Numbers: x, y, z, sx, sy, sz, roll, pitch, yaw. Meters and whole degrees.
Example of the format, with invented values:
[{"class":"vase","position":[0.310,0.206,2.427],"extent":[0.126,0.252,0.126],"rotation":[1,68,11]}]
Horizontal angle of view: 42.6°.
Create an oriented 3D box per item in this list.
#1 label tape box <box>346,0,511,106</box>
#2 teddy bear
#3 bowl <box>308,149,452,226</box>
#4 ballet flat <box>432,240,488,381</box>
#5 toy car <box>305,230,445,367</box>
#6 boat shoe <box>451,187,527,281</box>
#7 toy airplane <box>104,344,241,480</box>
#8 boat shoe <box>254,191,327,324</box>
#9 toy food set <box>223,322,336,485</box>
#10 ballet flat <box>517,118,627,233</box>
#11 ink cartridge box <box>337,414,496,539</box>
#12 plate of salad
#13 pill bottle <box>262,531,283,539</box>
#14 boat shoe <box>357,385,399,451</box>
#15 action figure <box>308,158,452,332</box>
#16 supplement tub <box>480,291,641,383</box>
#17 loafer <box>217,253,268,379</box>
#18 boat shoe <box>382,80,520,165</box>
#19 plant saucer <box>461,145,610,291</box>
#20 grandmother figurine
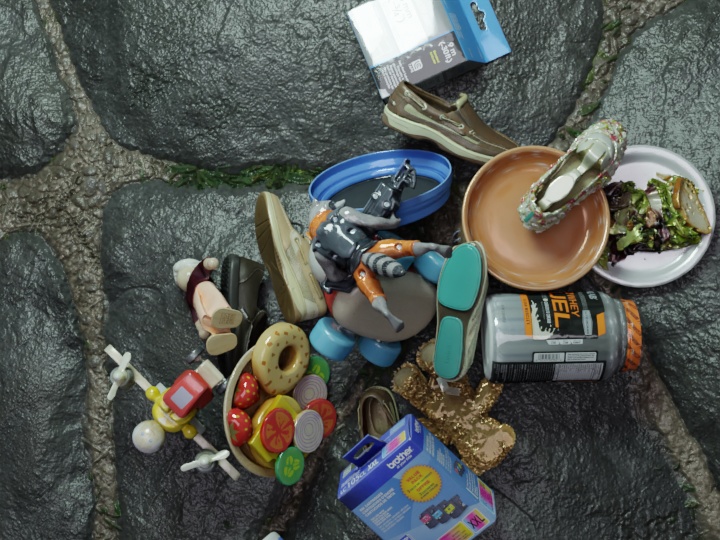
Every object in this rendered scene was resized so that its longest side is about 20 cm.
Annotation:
[{"class":"label tape box","position":[0.099,-0.347,1.342],"extent":[0.200,0.063,0.144],"rotation":[-23,83,8]},{"class":"teddy bear","position":[0.133,0.191,1.305],"extent":[0.200,0.067,0.145],"rotation":[30,82,17]},{"class":"bowl","position":[0.030,-0.112,1.281],"extent":[0.200,0.201,0.039],"rotation":[-7,118,9]},{"class":"ballet flat","position":[0.136,0.051,1.245],"extent":[0.067,0.062,0.200],"rotation":[19,108,26]},{"class":"toy car","position":[0.000,0.000,1.309],"extent":[0.185,0.177,0.200],"rotation":[-56,47,21]},{"class":"boat shoe","position":[0.170,-0.044,1.311],"extent":[0.072,0.072,0.200],"rotation":[25,81,15]},{"class":"toy airplane","position":[-0.267,0.202,1.297],"extent":[0.200,0.199,0.141],"rotation":[14,45,35]},{"class":"boat shoe","position":[-0.103,-0.022,1.359],"extent":[0.064,0.071,0.200],"rotation":[-13,82,-27]},{"class":"toy food set","position":[-0.109,0.189,1.287],"extent":[0.049,0.198,0.200],"rotation":[-2,45,40]},{"class":"ballet flat","position":[0.288,-0.128,1.216],"extent":[0.076,0.064,0.200],"rotation":[41,81,7]},{"class":"ink cartridge box","position":[0.064,0.290,1.236],"extent":[0.136,0.076,0.200],"rotation":[-43,100,14]},{"class":"plate of salad","position":[0.389,-0.077,1.281],"extent":[0.200,0.048,0.201],"rotation":[-1,87,10]},{"class":"pill bottle","position":[-0.098,0.479,1.293],"extent":[0.114,0.114,0.200],"rotation":[-43,80,4]},{"class":"boat shoe","position":[0.034,0.266,1.304],"extent":[0.075,0.075,0.203],"rotation":[-19,83,8]},{"class":"action figure","position":[0.014,-0.046,1.128],"extent":[0.193,0.105,0.200],"rotation":[31,97,33]},{"class":"supplement tub","position":[0.267,0.089,1.246],"extent":[0.199,0.123,0.123],"rotation":[-2,86,1]},{"class":"loafer","position":[-0.168,0.077,1.352],"extent":[0.071,0.073,0.201],"rotation":[2,98,-20]},{"class":"boat shoe","position":[0.135,-0.207,1.290],"extent":[0.202,0.075,0.075],"rotation":[19,119,-5]},{"class":"plant saucer","position":[0.236,-0.069,1.255],"extent":[0.200,0.037,0.201],"rotation":[0,79,-1]},{"class":"grandmother figurine","position":[-0.225,0.036,1.323],"extent":[0.060,0.200,0.122],"rotation":[13,107,-32]}]
